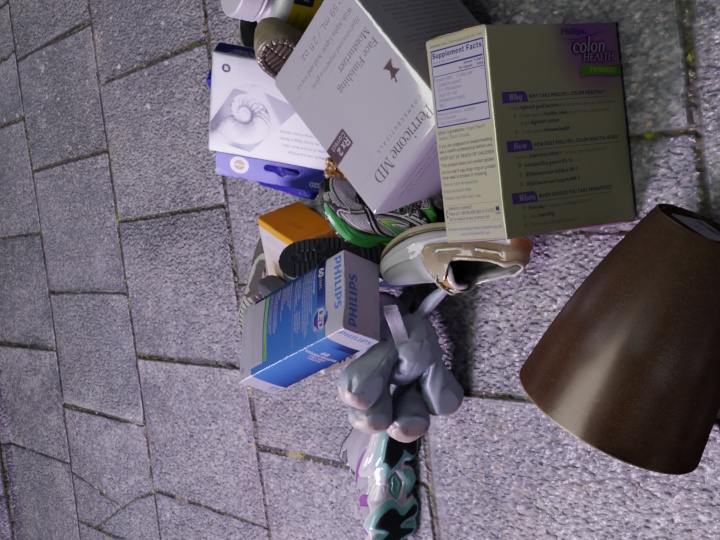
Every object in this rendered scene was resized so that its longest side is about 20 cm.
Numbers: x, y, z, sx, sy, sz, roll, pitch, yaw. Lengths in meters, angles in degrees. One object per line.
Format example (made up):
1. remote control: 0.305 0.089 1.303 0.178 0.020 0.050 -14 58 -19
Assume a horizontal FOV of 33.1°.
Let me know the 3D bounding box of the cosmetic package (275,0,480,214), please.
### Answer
1. cosmetic package: 0.047 -0.202 1.334 0.201 0.164 0.165 52 132 17

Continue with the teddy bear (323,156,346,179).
1. teddy bear: 0.018 -0.102 1.505 0.143 0.067 0.201 10 147 25

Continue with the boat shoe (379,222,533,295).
1. boat shoe: 0.102 -0.012 1.365 0.199 0.074 0.069 -19 55 36

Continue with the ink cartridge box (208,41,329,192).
1. ink cartridge box: -0.103 -0.189 1.604 0.041 0.197 0.202 -72 -10 -55

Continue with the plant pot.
1. plant pot: 0.270 0.049 1.109 0.187 0.185 0.202 42 116 45

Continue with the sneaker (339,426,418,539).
1. sneaker: 0.015 0.282 1.641 0.139 0.077 0.203 19 104 56

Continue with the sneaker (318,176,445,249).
1. sneaker: 0.039 -0.070 1.419 0.085 0.198 0.079 -44 38 41

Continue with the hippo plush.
1. hippo plush: 0.024 0.099 1.497 0.161 0.158 0.202 -137 30 -58

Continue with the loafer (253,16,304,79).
1. loafer: -0.061 -0.244 1.460 0.075 0.200 0.069 -29 56 15

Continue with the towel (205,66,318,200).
1. towel: -0.140 -0.193 1.704 0.147 0.049 0.201 27 150 54

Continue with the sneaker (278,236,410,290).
1. sneaker: 0.000 0.000 1.530 0.082 0.197 0.071 74 -160 -59

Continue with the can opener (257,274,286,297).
1. can opener: -0.091 0.065 1.569 0.200 0.066 0.054 31 141 53

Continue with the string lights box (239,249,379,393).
1. string lights box: -0.063 0.065 1.446 0.199 0.059 0.104 -29 50 42

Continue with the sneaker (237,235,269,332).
1. sneaker: -0.111 0.005 1.774 0.074 0.106 0.202 26 93 22

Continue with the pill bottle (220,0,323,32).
1. pill bottle: -0.063 -0.339 1.478 0.114 0.198 0.116 -18 69 60

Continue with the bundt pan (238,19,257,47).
1. bundt pan: -0.089 -0.337 1.649 0.201 0.075 0.205 20 114 55

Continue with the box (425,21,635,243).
1. box: 0.169 -0.137 1.197 0.096 0.174 0.203 0 97 56

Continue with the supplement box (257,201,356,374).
1. supplement box: -0.067 0.023 1.658 0.126 0.073 0.202 33 138 52
